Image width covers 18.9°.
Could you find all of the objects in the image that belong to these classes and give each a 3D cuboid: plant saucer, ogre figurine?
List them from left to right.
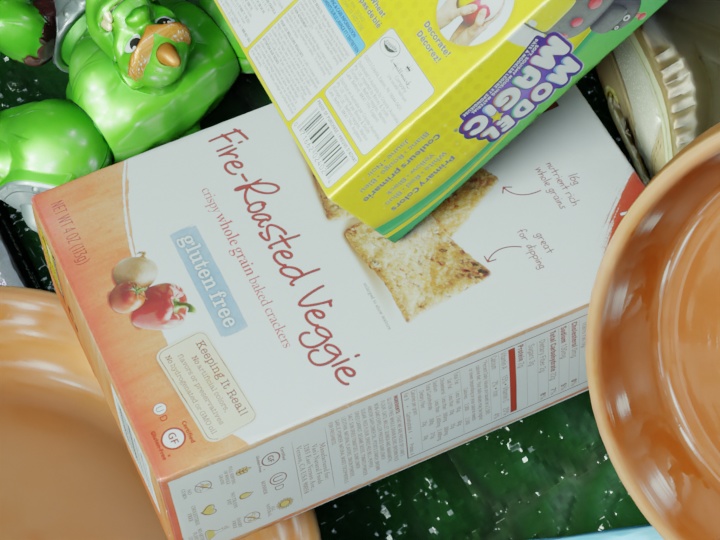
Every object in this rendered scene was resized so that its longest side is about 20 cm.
[{"bbox_3d":[-0.110,0.088,0.744,0.200,0.200,0.038,37,128,11],"label":"plant saucer"},{"bbox_3d":[-0.098,-0.098,0.827,0.200,0.098,0.120,-31,71,-33],"label":"ogre figurine"},{"bbox_3d":[0.171,0.032,0.691,0.199,0.032,0.201,10,120,18],"label":"plant saucer"}]

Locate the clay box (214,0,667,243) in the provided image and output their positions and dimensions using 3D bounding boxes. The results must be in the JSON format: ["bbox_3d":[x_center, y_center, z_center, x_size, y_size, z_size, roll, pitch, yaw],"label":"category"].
[{"bbox_3d":[0.051,-0.118,0.730,0.200,0.048,0.115,-40,51,13],"label":"clay box"}]

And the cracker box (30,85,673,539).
[{"bbox_3d":[0.000,0.000,0.768,0.199,0.058,0.134,-22,54,-12],"label":"cracker box"}]

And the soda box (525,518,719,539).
[{"bbox_3d":[0.083,0.129,0.787,0.199,0.064,0.068,-9,82,8],"label":"soda box"}]

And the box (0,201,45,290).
[{"bbox_3d":[-0.196,0.024,0.856,0.142,0.036,0.201,-30,82,5],"label":"box"}]

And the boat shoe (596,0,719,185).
[{"bbox_3d":[0.131,-0.059,0.790,0.074,0.066,0.201,-19,90,-7],"label":"boat shoe"}]
